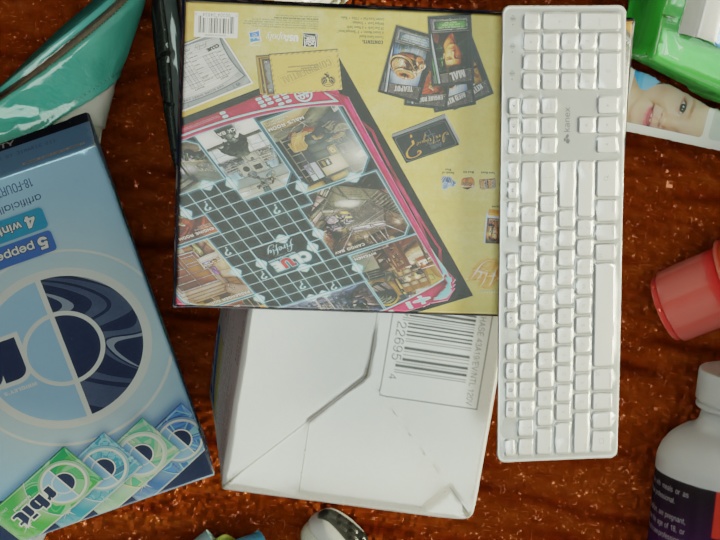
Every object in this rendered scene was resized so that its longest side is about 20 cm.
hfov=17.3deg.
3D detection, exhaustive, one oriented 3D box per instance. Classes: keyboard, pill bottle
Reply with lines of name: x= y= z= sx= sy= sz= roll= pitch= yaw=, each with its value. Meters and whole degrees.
keyboard: x=0.088 y=-0.015 z=1.040 sx=0.056 sy=0.011 sz=0.202 roll=-1 pitch=99 yaw=-6
pill bottle: x=0.207 y=0.154 z=1.254 sx=0.112 sy=0.112 sz=0.202 roll=4 pitch=98 yaw=-4

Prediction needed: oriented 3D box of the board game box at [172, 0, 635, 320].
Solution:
board game box: x=0.017 y=-0.049 z=1.051 sx=0.198 sy=0.035 sz=0.137 roll=2 pitch=98 yaw=-6

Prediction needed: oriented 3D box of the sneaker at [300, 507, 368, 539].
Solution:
sneaker: x=0.000 y=0.227 z=1.278 sx=0.081 sy=0.075 sz=0.201 roll=-19 pitch=99 yaw=9

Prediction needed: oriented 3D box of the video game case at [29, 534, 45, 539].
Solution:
video game case: x=-0.235 y=0.071 z=1.263 sx=0.181 sy=0.022 sz=0.201 roll=26 pitch=96 yaw=-6

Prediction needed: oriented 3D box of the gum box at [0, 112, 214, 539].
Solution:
gum box: x=-0.184 y=0.041 z=1.197 sx=0.169 sy=0.045 sz=0.201 roll=-19 pitch=119 yaw=-3

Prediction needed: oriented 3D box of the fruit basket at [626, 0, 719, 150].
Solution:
fruit basket: x=0.243 y=-0.142 z=1.224 sx=0.199 sy=0.094 sz=0.187 roll=13 pitch=97 yaw=-8

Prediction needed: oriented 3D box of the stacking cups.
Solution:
stacking cups: x=0.246 y=-0.018 z=1.231 sx=0.199 sy=0.061 sz=0.061 roll=-22 pitch=99 yaw=19

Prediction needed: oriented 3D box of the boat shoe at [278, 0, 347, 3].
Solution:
boat shoe: x=-0.008 y=-0.178 z=1.207 sx=0.071 sy=0.070 sz=0.200 roll=37 pitch=65 yaw=27

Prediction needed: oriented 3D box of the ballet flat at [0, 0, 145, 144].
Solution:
ballet flat: x=-0.178 y=-0.067 z=1.220 sx=0.200 sy=0.067 sz=0.071 roll=-37 pitch=101 yaw=-5

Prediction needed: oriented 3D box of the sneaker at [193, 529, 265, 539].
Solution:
sneaker: x=-0.120 y=0.174 z=1.250 sx=0.199 sy=0.080 sz=0.131 roll=33 pitch=94 yaw=-26

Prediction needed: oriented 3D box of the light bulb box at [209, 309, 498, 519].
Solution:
light bulb box: x=0.000 y=0.000 z=1.176 sx=0.124 sy=0.200 sz=0.200 roll=9 pitch=98 yaw=-6

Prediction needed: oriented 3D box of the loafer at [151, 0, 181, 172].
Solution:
loafer: x=-0.078 y=-0.146 z=1.218 sx=0.062 sy=0.072 sz=0.202 roll=-7 pitch=97 yaw=-8
